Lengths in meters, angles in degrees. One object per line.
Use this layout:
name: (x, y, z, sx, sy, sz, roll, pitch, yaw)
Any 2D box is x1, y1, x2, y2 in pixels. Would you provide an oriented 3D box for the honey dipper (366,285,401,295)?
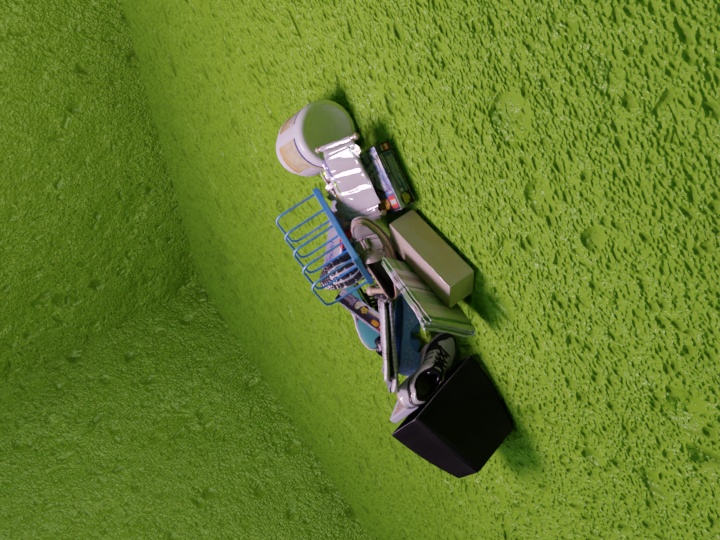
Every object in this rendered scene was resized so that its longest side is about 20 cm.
honey dipper: (0.079, 0.044, 1.544, 0.198, 0.038, 0.038, 0, 116, 50)

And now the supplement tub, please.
supplement tub: (-0.108, -0.294, 1.552, 0.146, 0.143, 0.199, 66, 158, -9)

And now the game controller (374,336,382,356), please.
game controller: (0.082, 0.217, 1.719, 0.104, 0.042, 0.200, 44, 178, 14)

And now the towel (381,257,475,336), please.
towel: (0.134, 0.055, 1.384, 0.031, 0.148, 0.201, -55, 44, 22)

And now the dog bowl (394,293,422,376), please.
dog bowl: (0.107, 0.145, 1.572, 0.111, 0.049, 0.204, -157, 70, -79)

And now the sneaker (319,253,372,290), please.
sneaker: (0.000, 0.000, 1.598, 0.089, 0.197, 0.078, 80, 166, -69)

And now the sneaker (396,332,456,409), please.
sneaker: (0.162, 0.215, 1.474, 0.075, 0.201, 0.088, 40, 155, -9)

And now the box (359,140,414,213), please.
box: (0.032, -0.188, 1.474, 0.139, 0.040, 0.199, 66, 158, -7)

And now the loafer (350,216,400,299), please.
loafer: (0.039, -0.024, 1.438, 0.071, 0.063, 0.201, -14, 128, 27)

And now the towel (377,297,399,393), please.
towel: (0.055, 0.161, 1.508, 0.193, 0.034, 0.204, 172, 93, -87)

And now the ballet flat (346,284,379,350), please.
ballet flat: (0.007, 0.126, 1.901, 0.202, 0.069, 0.069, 63, 159, 11)

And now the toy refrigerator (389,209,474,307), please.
toy refrigerator: (0.145, -0.027, 1.390, 0.200, 0.069, 0.076, 49, 162, 32)

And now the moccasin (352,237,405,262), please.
moccasin: (0.074, -0.042, 1.514, 0.200, 0.069, 0.080, 44, 148, -18)

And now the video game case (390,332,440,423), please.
video game case: (0.133, 0.257, 1.616, 0.023, 0.184, 0.200, 25, 155, -2)

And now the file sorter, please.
file sorter: (-0.080, -0.045, 1.497, 0.201, 0.122, 0.139, 59, -178, 27)

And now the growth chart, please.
growth chart: (-0.025, -0.182, 1.434, 0.143, 0.018, 0.202, -3, 119, 41)

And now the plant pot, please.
plant pot: (0.213, 0.339, 1.503, 0.177, 0.200, 0.200, 45, 155, 8)

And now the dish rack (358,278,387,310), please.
dish rack: (0.022, 0.004, 1.726, 0.202, 0.054, 0.153, 62, 160, -2)

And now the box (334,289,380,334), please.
box: (0.036, 0.129, 1.752, 0.199, 0.040, 0.137, 33, 174, 44)

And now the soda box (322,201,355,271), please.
soda box: (-0.036, -0.084, 1.629, 0.068, 0.063, 0.203, 28, 115, 49)
